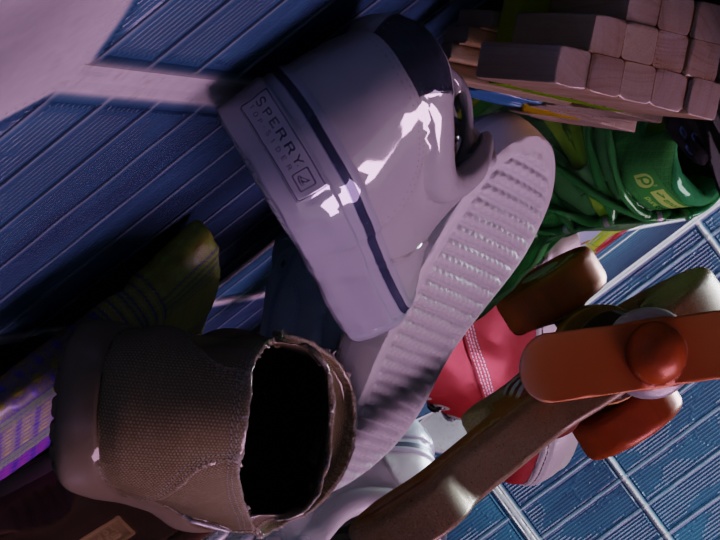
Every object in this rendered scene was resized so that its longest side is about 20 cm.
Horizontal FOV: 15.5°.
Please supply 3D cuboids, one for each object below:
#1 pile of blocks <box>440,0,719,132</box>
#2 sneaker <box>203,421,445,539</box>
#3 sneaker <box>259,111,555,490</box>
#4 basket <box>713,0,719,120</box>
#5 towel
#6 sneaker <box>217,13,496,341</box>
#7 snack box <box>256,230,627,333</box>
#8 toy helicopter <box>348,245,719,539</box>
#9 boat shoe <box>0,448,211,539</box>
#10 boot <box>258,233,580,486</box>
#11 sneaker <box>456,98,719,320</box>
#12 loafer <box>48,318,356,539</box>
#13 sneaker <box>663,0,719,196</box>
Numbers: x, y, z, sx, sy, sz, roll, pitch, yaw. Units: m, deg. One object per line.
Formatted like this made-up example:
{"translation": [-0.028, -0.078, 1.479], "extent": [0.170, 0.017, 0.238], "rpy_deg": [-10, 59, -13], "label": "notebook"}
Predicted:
{"translation": [0.067, -0.084, 0.863], "extent": [0.200, 0.082, 0.062], "rpy_deg": [-162, -97, -86], "label": "pile of blocks"}
{"translation": [-0.049, 0.111, 1.223], "extent": [0.199, 0.071, 0.073], "rpy_deg": [-7, 145, -23], "label": "sneaker"}
{"translation": [0.000, 0.000, 0.992], "extent": [0.074, 0.082, 0.200], "rpy_deg": [-23, 154, -44], "label": "sneaker"}
{"translation": [0.177, -0.093, 0.744], "extent": [0.136, 0.181, 0.200], "rpy_deg": [-13, 167, -12], "label": "basket"}
{"translation": [-0.135, 0.058, 0.914], "extent": [0.200, 0.023, 0.144], "rpy_deg": [-36, 173, -14], "label": "towel"}
{"translation": [0.009, -0.027, 0.812], "extent": [0.071, 0.073, 0.200], "rpy_deg": [-29, 173, 0], "label": "sneaker"}
{"translation": [0.046, 0.001, 1.291], "extent": [0.200, 0.053, 0.142], "rpy_deg": [-39, 165, 24], "label": "snack box"}
{"translation": [0.075, 0.055, 1.020], "extent": [0.200, 0.079, 0.132], "rpy_deg": [-36, -172, -36], "label": "toy helicopter"}
{"translation": [-0.123, 0.095, 1.029], "extent": [0.202, 0.075, 0.075], "rpy_deg": [-24, -153, 16], "label": "boat shoe"}
{"translation": [0.024, 0.044, 1.182], "extent": [0.144, 0.073, 0.200], "rpy_deg": [-21, 142, -10], "label": "boot"}
{"translation": [0.092, -0.048, 1.021], "extent": [0.200, 0.084, 0.074], "rpy_deg": [-44, 135, 16], "label": "sneaker"}
{"translation": [-0.037, 0.057, 0.888], "extent": [0.067, 0.076, 0.200], "rpy_deg": [8, 180, 20], "label": "loafer"}
{"translation": [0.148, -0.038, 0.897], "extent": [0.073, 0.201, 0.112], "rpy_deg": [-5, 155, -5], "label": "sneaker"}
